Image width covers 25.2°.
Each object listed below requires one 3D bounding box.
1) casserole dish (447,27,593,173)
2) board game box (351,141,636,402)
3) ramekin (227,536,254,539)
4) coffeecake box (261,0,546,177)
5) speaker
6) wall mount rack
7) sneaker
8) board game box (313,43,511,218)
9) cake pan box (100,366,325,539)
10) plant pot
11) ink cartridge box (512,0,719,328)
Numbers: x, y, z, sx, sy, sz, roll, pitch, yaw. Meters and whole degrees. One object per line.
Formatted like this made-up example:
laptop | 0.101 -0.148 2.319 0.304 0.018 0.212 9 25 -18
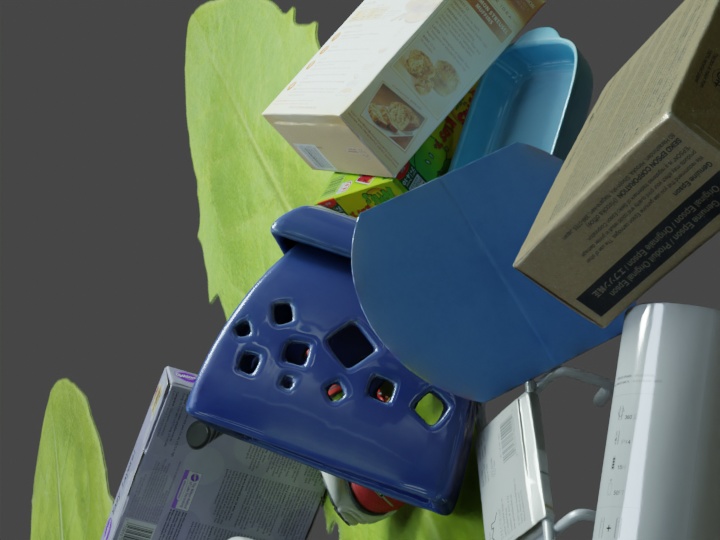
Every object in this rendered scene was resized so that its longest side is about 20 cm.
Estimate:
casserole dish | 0.125 -0.093 1.265 0.121 0.039 0.200 4 72 55
board game box | 0.091 0.007 1.116 0.158 0.200 0.039 59 161 17
ramekin | -0.091 0.347 1.450 0.202 0.094 0.203 -164 90 -70
coffeecake box | 0.034 -0.175 1.332 0.200 0.073 0.153 -50 24 -14
speaker | 0.181 0.121 0.942 0.081 0.081 0.200 -24 53 64
wall mount rack | 0.114 0.163 1.104 0.174 0.075 0.200 -49 31 41
sneaker | -0.007 0.118 1.381 0.077 0.085 0.200 77 175 -73
board game box | 0.049 -0.120 1.367 0.102 0.048 0.200 -14 37 48
cake pan box | -0.131 0.209 1.530 0.052 0.184 0.200 -123 52 -69
plant pot | 0.003 0.066 1.214 0.200 0.200 0.180 66 -137 -76
ink cartridge box | 0.192 -0.085 0.978 0.165 0.075 0.200 -50 7 49
